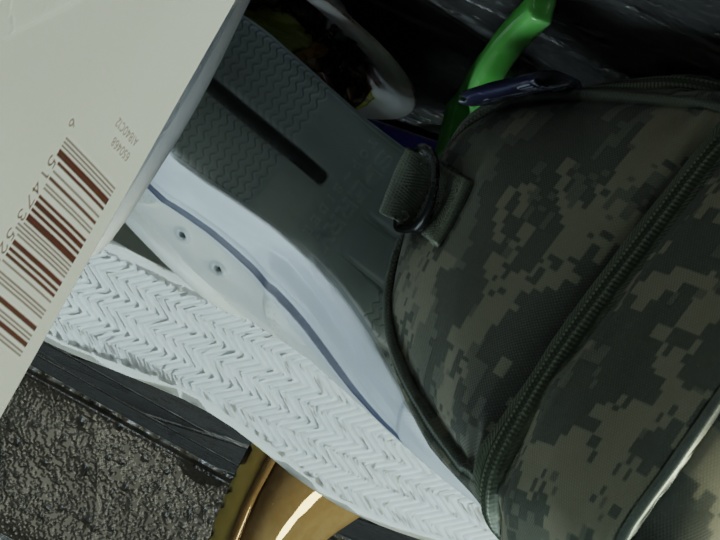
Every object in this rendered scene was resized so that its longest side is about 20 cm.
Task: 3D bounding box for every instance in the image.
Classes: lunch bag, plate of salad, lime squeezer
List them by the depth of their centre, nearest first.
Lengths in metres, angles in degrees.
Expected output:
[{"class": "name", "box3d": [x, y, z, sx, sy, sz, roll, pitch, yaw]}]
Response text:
[{"class": "lunch bag", "box3d": [0.111, 0.040, 0.758, 0.200, 0.139, 0.168, 33, 180, -31]}, {"class": "lime squeezer", "box3d": [0.052, -0.033, 0.844, 0.071, 0.038, 0.200, 26, 170, 29]}, {"class": "plate of salad", "box3d": [-0.077, -0.087, 0.886, 0.200, 0.048, 0.200, 27, 171, 5]}]

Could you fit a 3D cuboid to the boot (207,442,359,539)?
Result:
[{"class": "boot", "box3d": [0.058, 0.097, 1.182, 0.200, 0.175, 0.066, 29, 165, 12]}]

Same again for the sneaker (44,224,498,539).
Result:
[{"class": "sneaker", "box3d": [-0.008, 0.005, 0.936, 0.200, 0.116, 0.074, 29, 128, 3]}]

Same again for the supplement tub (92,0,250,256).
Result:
[{"class": "supplement tub", "box3d": [-0.126, -0.097, 0.719, 0.200, 0.123, 0.123, 28, 172, -8]}]

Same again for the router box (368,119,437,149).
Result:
[{"class": "router box", "box3d": [0.044, 0.005, 1.060, 0.200, 0.049, 0.179, 21, 169, 35]}]

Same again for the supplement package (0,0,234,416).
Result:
[{"class": "supplement package", "box3d": [-0.150, -0.058, 0.502, 0.200, 0.191, 0.147, 26, 170, 22]}]

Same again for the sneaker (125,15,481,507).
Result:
[{"class": "sneaker", "box3d": [0.000, 0.000, 0.843, 0.200, 0.073, 0.071, 46, 158, -7]}]
